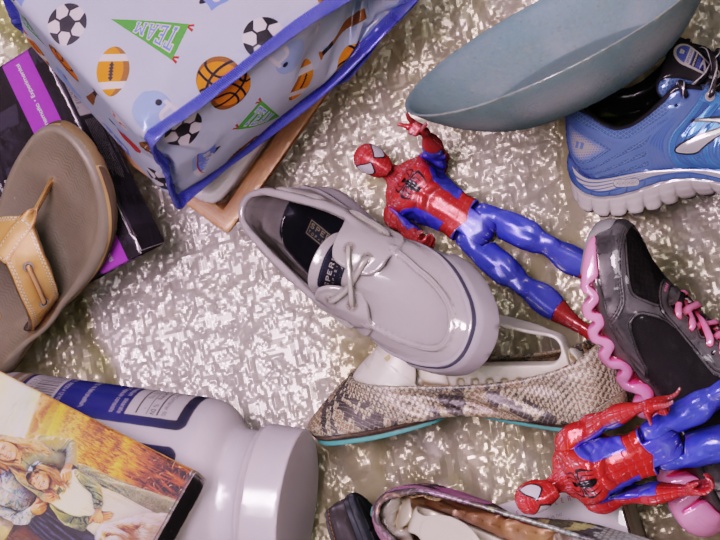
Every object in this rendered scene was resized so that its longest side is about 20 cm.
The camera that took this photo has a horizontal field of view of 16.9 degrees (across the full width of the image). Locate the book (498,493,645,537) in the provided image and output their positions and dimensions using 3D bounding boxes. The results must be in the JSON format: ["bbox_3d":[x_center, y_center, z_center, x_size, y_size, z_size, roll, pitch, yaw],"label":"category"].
[{"bbox_3d":[0.119,0.233,1.436,0.133,0.048,0.200,-18,80,15],"label":"book"}]

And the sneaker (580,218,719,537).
[{"bbox_3d":[0.196,0.053,1.392,0.095,0.079,0.200,-20,105,28],"label":"sneaker"}]

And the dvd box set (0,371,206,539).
[{"bbox_3d":[-0.209,0.138,1.404,0.200,0.029,0.146,26,76,19],"label":"dvd box set"}]

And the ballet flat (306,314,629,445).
[{"bbox_3d":[0.060,0.060,1.450,0.200,0.068,0.075,-4,109,18],"label":"ballet flat"}]

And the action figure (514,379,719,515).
[{"bbox_3d":[0.176,0.093,1.354,0.200,0.052,0.065,-24,108,20],"label":"action figure"}]

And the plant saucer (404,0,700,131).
[{"bbox_3d":[0.123,-0.126,1.420,0.201,0.201,0.039,-27,106,9],"label":"plant saucer"}]

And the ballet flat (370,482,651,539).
[{"bbox_3d":[0.095,0.169,1.388,0.200,0.071,0.069,17,91,19],"label":"ballet flat"}]

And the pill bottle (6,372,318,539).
[{"bbox_3d":[-0.132,0.129,1.470,0.200,0.116,0.116,7,84,15],"label":"pill bottle"}]

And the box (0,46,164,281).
[{"bbox_3d":[-0.233,-0.039,1.515,0.200,0.036,0.143,-26,89,27],"label":"box"}]

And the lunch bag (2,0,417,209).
[{"bbox_3d":[-0.086,-0.165,1.410,0.200,0.124,0.170,-41,73,-9],"label":"lunch bag"}]

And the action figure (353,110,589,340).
[{"bbox_3d":[0.072,-0.026,1.455,0.200,0.099,0.065,32,89,18],"label":"action figure"}]

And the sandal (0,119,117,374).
[{"bbox_3d":[-0.211,0.001,1.462,0.080,0.054,0.200,42,116,11],"label":"sandal"}]

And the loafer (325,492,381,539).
[{"bbox_3d":[0.007,0.234,1.447,0.072,0.073,0.200,-20,77,15],"label":"loafer"}]

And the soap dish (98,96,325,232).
[{"bbox_3d":[-0.082,-0.145,1.514,0.157,0.081,0.200,36,91,15],"label":"soap dish"}]

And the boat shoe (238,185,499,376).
[{"bbox_3d":[0.000,0.000,1.419,0.200,0.066,0.072,41,114,43],"label":"boat shoe"}]

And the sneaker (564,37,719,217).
[{"bbox_3d":[0.211,-0.091,1.416,0.200,0.079,0.089,-10,117,17],"label":"sneaker"}]
